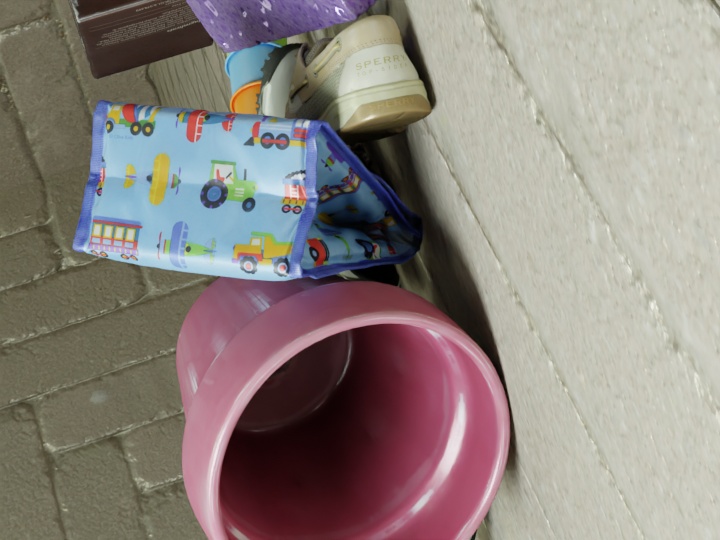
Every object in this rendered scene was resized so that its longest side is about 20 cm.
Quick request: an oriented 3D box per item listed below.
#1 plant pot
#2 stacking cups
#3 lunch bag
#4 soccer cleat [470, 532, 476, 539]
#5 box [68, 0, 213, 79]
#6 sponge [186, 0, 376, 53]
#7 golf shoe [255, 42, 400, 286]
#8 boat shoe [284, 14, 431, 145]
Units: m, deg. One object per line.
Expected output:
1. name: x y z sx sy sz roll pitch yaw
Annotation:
1. plant pot: -0.032 0.083 0.969 0.179 0.199 0.201 44 152 57
2. stacking cups: -0.073 -0.147 1.187 0.061 0.060 0.201 84 176 -57
3. lunch bag: -0.058 -0.035 0.959 0.200 0.150 0.095 18 -100 -67
4. soccer cleat: 0.056 0.156 1.085 0.067 0.081 0.201 19 125 22
5. box: -0.283 -0.362 1.883 0.200 0.163 0.167 105 146 -76
6. sponge: -0.069 -0.199 0.968 0.112 0.030 0.200 56 157 -18
7. golf shoe: -0.012 -0.068 1.093 0.094 0.077 0.201 -2 106 59
8. boat shoe: -0.009 -0.111 0.936 0.200 0.072 0.065 171 86 -76
